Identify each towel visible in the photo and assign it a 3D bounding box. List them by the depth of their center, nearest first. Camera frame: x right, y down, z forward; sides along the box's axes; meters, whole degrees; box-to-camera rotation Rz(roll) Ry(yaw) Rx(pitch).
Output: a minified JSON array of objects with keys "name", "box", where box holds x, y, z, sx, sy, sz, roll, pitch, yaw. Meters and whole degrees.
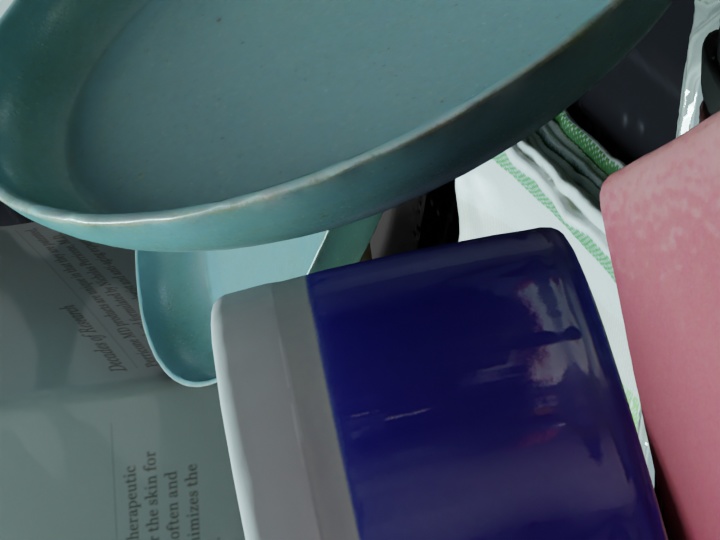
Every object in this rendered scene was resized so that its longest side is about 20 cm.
[{"name":"towel","box":[0.059,0.057,0.874,0.149,0.031,0.200,-130,37,-57]}]

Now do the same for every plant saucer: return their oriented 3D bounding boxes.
[{"name":"plant saucer","box":[0.000,-0.067,0.688,0.027,0.200,0.200,61,171,-30]},{"name":"plant saucer","box":[-0.025,-0.056,0.986,0.200,0.027,0.200,-43,41,52]}]

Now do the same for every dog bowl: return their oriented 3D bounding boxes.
[{"name":"dog bowl","box":[0.028,0.094,0.632,0.200,0.079,0.200,166,90,-90]}]

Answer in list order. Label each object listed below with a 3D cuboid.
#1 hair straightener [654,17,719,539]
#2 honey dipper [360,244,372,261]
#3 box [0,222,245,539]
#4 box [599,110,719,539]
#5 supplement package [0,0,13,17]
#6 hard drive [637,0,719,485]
[{"name":"hair straightener","box":[0.101,0.020,0.646,0.077,0.041,0.200,-137,48,-60]},{"name":"honey dipper","box":[0.000,0.000,0.974,0.038,0.038,0.200,109,159,-51]},{"name":"box","box":[-0.111,0.102,1.142,0.200,0.171,0.199,-141,46,-61]},{"name":"box","box":[0.143,0.005,0.488,0.200,0.128,0.109,148,112,-68]},{"name":"supplement package","box":[-0.057,-0.150,0.881,0.156,0.111,0.200,-28,66,22]},{"name":"hard drive","box":[0.115,0.033,0.706,0.140,0.038,0.200,-126,33,-52]}]
